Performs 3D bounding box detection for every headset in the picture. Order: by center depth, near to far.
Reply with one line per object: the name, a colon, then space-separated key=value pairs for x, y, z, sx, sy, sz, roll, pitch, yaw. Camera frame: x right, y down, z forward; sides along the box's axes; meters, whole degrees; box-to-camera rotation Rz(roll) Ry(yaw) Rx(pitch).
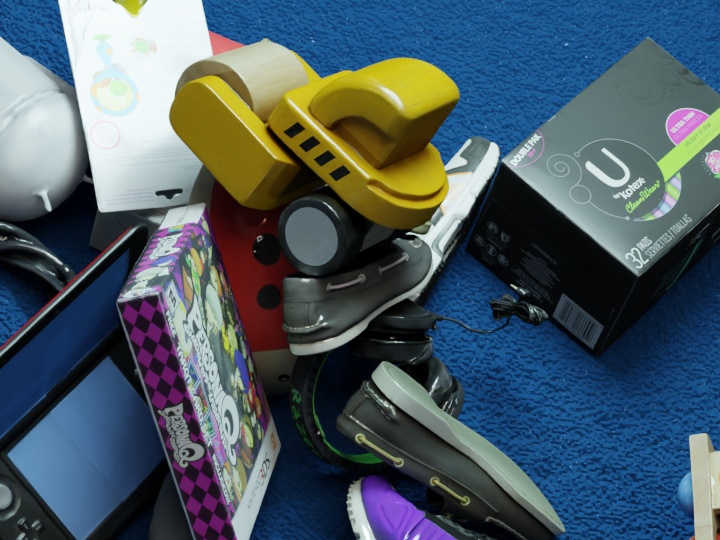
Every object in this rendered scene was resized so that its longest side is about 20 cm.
headset: x=0.043 y=0.073 z=1.761 sx=0.200 sy=0.124 sz=0.094 roll=-32 pitch=24 yaw=-25

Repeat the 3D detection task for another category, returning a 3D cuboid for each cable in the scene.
cable: x=-0.273 y=0.047 z=1.759 sx=0.163 sy=0.051 sz=0.200 roll=-29 pitch=71 yaw=-25

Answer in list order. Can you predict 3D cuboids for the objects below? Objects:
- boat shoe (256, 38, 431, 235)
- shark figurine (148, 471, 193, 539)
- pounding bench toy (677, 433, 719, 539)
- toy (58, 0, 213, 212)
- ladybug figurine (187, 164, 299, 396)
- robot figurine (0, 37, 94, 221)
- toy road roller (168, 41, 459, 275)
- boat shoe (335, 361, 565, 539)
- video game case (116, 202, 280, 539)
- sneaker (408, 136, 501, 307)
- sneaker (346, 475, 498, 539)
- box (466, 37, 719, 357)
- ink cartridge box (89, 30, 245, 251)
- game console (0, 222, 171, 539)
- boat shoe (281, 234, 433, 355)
boat shoe: x=-0.019 y=-0.100 z=1.814 sx=0.200 sy=0.073 sz=0.063 roll=37 pitch=98 yaw=11
shark figurine: x=-0.091 y=0.226 z=1.651 sx=0.128 sy=0.090 sz=0.214 roll=-35 pitch=68 yaw=-30
pounding bench toy: x=0.327 y=0.216 z=1.752 sx=0.155 sy=0.200 sz=0.125 roll=-10 pitch=50 yaw=17
toy: x=-0.168 y=-0.139 z=1.815 sx=0.115 sy=0.047 sz=0.201 roll=-7 pitch=78 yaw=-22
ladybug figurine: x=-0.066 y=-0.004 z=1.767 sx=0.136 sy=0.072 sz=0.201 roll=-22 pitch=104 yaw=-45
robot figurine: x=-0.288 y=-0.116 z=1.822 sx=0.200 sy=0.113 sz=0.169 roll=40 pitch=47 yaw=16
toy road roller: x=-0.021 y=-0.107 z=1.676 sx=0.200 sy=0.146 sz=0.123 roll=44 pitch=32 yaw=12
boat shoe: x=0.067 y=0.146 z=1.735 sx=0.201 sy=0.061 sz=0.072 roll=40 pitch=8 yaw=-23
video game case: x=-0.109 y=0.075 z=1.645 sx=0.036 sy=0.201 sz=0.181 roll=-13 pitch=18 yaw=11
sneaker: x=0.047 y=-0.044 z=1.885 sx=0.080 sy=0.074 sz=0.200 roll=28 pitch=53 yaw=9
sneaker: x=0.055 y=0.208 z=1.668 sx=0.099 sy=0.070 sz=0.200 roll=-18 pitch=34 yaw=-4
box: x=0.212 y=-0.060 z=1.908 sx=0.148 sy=0.124 sz=0.200 roll=40 pitch=57 yaw=14
ink cartridge box: x=-0.122 y=-0.088 z=1.875 sx=0.116 sy=0.067 sz=0.200 roll=23 pitch=53 yaw=2
game console: x=-0.186 y=0.098 z=1.657 sx=0.173 sy=0.119 sz=0.200 roll=52 pitch=56 yaw=-11
boat shoe: x=0.000 y=0.000 z=1.727 sx=0.067 sy=0.057 sz=0.200 roll=-4 pitch=19 yaw=27
